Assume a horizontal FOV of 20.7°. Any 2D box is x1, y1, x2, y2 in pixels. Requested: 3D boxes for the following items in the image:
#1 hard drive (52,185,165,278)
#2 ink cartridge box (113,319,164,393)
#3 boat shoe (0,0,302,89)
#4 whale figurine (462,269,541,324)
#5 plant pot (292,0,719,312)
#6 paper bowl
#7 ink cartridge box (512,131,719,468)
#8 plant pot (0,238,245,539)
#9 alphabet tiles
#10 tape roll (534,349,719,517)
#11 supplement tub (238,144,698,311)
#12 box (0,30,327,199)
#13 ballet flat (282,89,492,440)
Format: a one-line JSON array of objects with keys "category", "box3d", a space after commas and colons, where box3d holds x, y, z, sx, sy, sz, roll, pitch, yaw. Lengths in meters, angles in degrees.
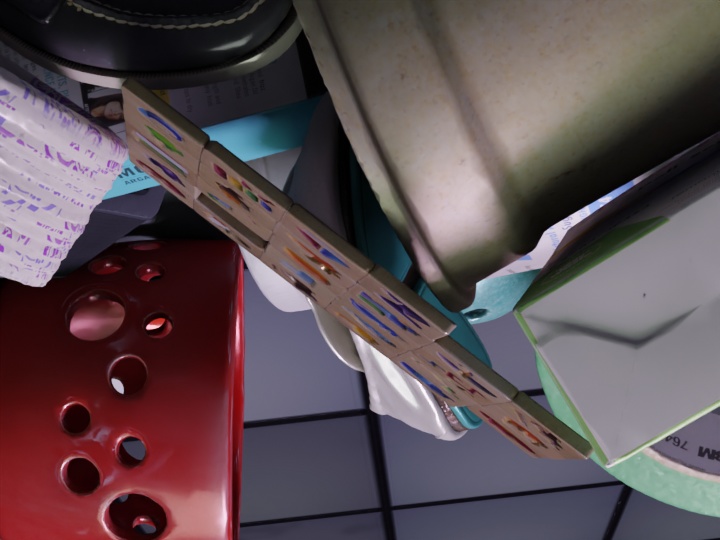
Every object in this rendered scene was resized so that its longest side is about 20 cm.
[{"category": "hard drive", "box3d": [-0.210, -0.038, 1.016, 0.199, 0.043, 0.135, 8, 157, -36]}, {"category": "ink cartridge box", "box3d": [-0.186, 0.065, 1.323, 0.161, 0.050, 0.200, 0, 164, -18]}, {"category": "boat shoe", "box3d": [-0.112, -0.120, 0.674, 0.199, 0.073, 0.063, 22, 153, 22]}, {"category": "whale figurine", "box3d": [0.081, -0.035, 1.024, 0.199, 0.104, 0.159, -20, 157, 35]}, {"category": "plant pot", "box3d": [0.082, -0.110, 0.707, 0.183, 0.201, 0.200, -21, 159, 9]}, {"category": "paper bowl", "box3d": [-0.193, -0.057, 0.712, 0.200, 0.105, 0.201, 34, -179, -1]}, {"category": "ink cartridge box", "box3d": [0.132, -0.007, 0.736, 0.117, 0.067, 0.200, -32, -178, 16]}, {"category": "plant pot", "box3d": [-0.158, 0.079, 1.154, 0.182, 0.201, 0.201, 3, 161, -2]}, {"category": "alphabet tiles", "box3d": [-0.005, 0.006, 0.715, 0.200, 0.008, 0.167, 37, 172, -2]}, {"category": "tape roll", "box3d": [0.188, 0.037, 0.982, 0.200, 0.048, 0.201, 9, 130, 11]}, {"category": "supplement tub", "box3d": [0.047, -0.060, 0.897, 0.199, 0.133, 0.132, -13, 161, 15]}, {"category": "box", "box3d": [-0.095, -0.081, 0.836, 0.199, 0.083, 0.049, -14, 163, 7]}, {"category": "ballet flat", "box3d": [0.000, 0.000, 0.830, 0.069, 0.070, 0.200, -11, 133, 14]}]
